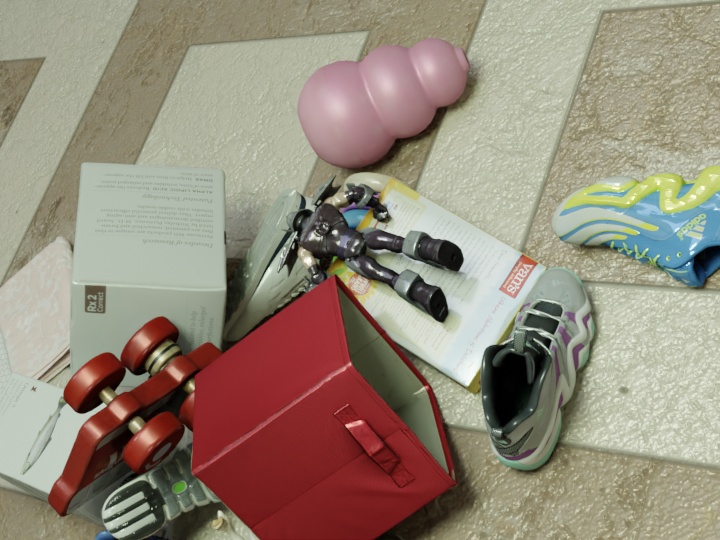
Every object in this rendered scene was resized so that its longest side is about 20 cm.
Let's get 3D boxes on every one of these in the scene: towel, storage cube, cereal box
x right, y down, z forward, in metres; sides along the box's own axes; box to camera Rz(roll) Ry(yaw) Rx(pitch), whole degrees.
[{"bbox_3d":[-0.438,0.073,1.750,0.191,0.032,0.200,-38,46,10],"label":"towel"},{"bbox_3d":[-0.038,0.147,1.251,0.179,0.171,0.200,-36,25,10],"label":"storage cube"},{"bbox_3d":[0.073,0.014,1.341,0.200,0.040,0.144,33,84,25],"label":"cereal box"}]

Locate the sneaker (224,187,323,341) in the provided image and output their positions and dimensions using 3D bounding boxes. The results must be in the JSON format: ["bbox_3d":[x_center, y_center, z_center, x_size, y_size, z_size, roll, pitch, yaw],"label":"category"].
[{"bbox_3d":[-0.092,0.006,1.498,0.200,0.080,0.077,-56,27,22],"label":"sneaker"}]

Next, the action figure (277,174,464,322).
[{"bbox_3d":[0.001,-0.019,1.321,0.199,0.069,0.131,23,87,29],"label":"action figure"}]

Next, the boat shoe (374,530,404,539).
[{"bbox_3d":[0.020,0.281,1.225,0.201,0.061,0.072,30,82,46],"label":"boat shoe"}]

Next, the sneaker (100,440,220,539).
[{"bbox_3d":[-0.187,0.217,1.405,0.199,0.075,0.115,-21,2,-22],"label":"sneaker"}]

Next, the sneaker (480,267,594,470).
[{"bbox_3d":[0.157,0.069,1.200,0.077,0.140,0.201,6,67,21],"label":"sneaker"}]

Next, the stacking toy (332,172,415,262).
[{"bbox_3d":[0.000,0.000,1.432,0.085,0.085,0.201,2,69,39],"label":"stacking toy"}]

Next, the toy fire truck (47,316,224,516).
[{"bbox_3d":[-0.228,0.155,1.368,0.112,0.200,0.168,42,132,11],"label":"toy fire truck"}]

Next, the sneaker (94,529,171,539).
[{"bbox_3d":[-0.204,0.310,1.368,0.199,0.078,0.076,0,62,38],"label":"sneaker"}]

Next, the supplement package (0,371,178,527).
[{"bbox_3d":[-0.328,0.207,1.509,0.199,0.117,0.117,10,66,41],"label":"supplement package"}]

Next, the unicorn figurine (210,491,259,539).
[{"bbox_3d":[-0.097,0.270,1.293,0.074,0.138,0.200,-18,34,24],"label":"unicorn figurine"}]

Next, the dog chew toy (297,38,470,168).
[{"bbox_3d":[0.030,-0.199,1.511,0.199,0.125,0.125,-25,48,13],"label":"dog chew toy"}]

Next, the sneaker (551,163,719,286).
[{"bbox_3d":[0.270,-0.034,1.236,0.199,0.076,0.105,-14,54,30],"label":"sneaker"}]

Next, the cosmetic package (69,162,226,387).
[{"bbox_3d":[-0.236,0.006,1.484,0.164,0.165,0.201,2,44,-9],"label":"cosmetic package"}]
